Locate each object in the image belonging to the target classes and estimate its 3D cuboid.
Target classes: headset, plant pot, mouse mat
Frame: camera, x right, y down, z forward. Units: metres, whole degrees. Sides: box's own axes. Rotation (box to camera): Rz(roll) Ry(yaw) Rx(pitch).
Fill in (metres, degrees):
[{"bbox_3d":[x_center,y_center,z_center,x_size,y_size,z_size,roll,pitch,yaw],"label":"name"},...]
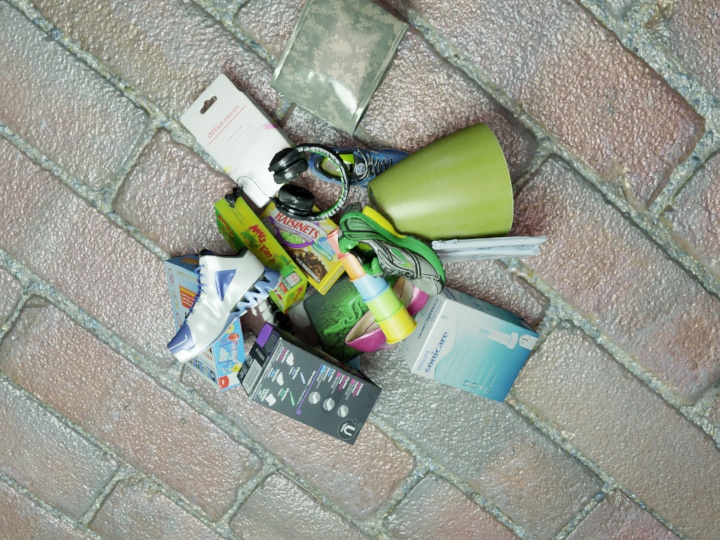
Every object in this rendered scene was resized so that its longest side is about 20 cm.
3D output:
[{"bbox_3d":[-0.117,-0.135,0.978,0.197,0.094,0.125,-4,113,12],"label":"headset"},{"bbox_3d":[0.116,-0.121,0.972,0.197,0.187,0.190,-14,103,-5],"label":"plant pot"},{"bbox_3d":[0.011,0.069,1.047,0.198,0.008,0.162,-27,121,-9],"label":"mouse mat"}]

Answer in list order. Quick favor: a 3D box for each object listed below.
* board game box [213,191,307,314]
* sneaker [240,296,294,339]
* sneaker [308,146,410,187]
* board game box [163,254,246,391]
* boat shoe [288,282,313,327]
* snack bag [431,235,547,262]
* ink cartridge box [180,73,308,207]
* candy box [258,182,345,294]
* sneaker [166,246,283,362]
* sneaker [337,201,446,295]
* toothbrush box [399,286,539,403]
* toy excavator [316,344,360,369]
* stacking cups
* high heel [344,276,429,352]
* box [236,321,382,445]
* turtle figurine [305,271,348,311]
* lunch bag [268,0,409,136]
[{"bbox_3d":[-0.172,-0.029,1.034,0.047,0.102,0.201,-36,78,-20],"label":"board game box"},{"bbox_3d":[-0.203,0.096,1.123,0.114,0.076,0.202,-25,91,14],"label":"sneaker"},{"bbox_3d":[0.009,-0.170,1.031,0.196,0.089,0.080,1,105,-4],"label":"sneaker"},{"bbox_3d":[-0.273,0.084,1.057,0.055,0.199,0.199,-14,107,-33],"label":"board game box"},{"bbox_3d":[-0.099,0.012,1.094,0.072,0.065,0.203,7,104,0],"label":"boat shoe"},{"bbox_3d":[0.207,-0.033,1.006,0.185,0.200,0.022,-3,85,3],"label":"snack bag"},{"bbox_3d":[-0.198,-0.224,1.039,0.117,0.067,0.200,-41,100,11],"label":"ink cartridge box"},{"bbox_3d":[-0.094,-0.058,1.030,0.102,0.026,0.200,-48,59,-2],"label":"candy box"},{"bbox_3d":[-0.227,0.034,0.919,0.199,0.080,0.116,-42,103,-10],"label":"sneaker"},{"bbox_3d":[0.044,-0.013,0.917,0.198,0.086,0.078,31,148,-18],"label":"sneaker"},{"bbox_3d":[0.192,0.130,1.078,0.198,0.085,0.148,19,104,-18],"label":"toothbrush box"},{"bbox_3d":[-0.029,0.157,1.119,0.191,0.100,0.204,4,96,0],"label":"toy excavator"},{"bbox_3d":[0.018,0.016,0.959,0.060,0.061,0.202,-29,99,9],"label":"stacking cups"},{"bbox_3d":[0.049,0.053,1.013,0.095,0.068,0.201,9,123,-36],"label":"high heel"},{"bbox_3d":[-0.085,0.183,0.984,0.198,0.122,0.107,30,87,-22],"label":"box"},{"bbox_3d":[0.000,0.000,1.072,0.200,0.101,0.150,-43,130,-2],"label":"turtle figurine"},{"bbox_3d":[-0.037,-0.342,0.979,0.163,0.118,0.202,29,99,-6],"label":"lunch bag"}]
